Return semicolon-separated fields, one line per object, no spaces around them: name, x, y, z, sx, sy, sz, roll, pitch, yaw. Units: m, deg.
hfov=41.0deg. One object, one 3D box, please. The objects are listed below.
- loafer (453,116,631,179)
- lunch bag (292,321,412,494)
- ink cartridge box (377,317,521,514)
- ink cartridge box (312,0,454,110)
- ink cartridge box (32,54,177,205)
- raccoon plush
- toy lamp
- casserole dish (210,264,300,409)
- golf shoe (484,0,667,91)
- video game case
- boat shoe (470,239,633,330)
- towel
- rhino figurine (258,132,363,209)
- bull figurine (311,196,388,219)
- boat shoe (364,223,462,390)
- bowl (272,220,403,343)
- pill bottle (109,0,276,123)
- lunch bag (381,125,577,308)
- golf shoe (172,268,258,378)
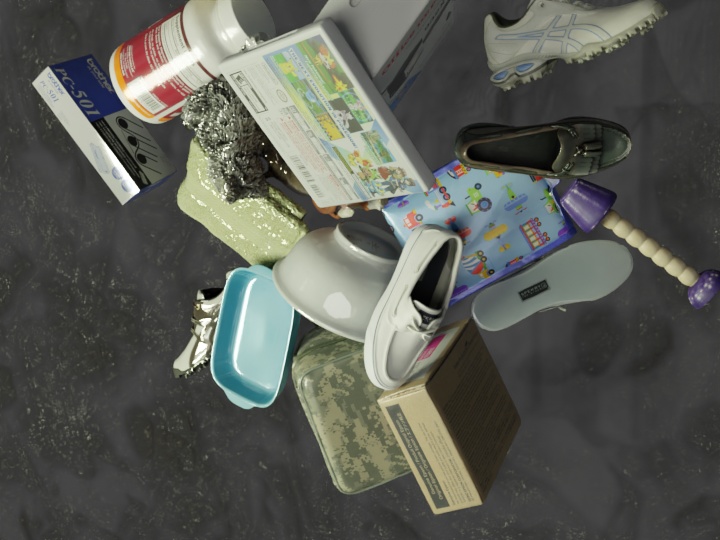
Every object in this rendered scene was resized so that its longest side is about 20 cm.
loafer;0.206;-0.132;1.079;0.200;0.063;0.072;-1;106;4
lunch bag;-0.008;0.166;1.277;0.139;0.168;0.200;-23;106;-5
ink cartridge box;0.117;0.176;1.202;0.075;0.200;0.165;-22;101;30
ink cartridge box;0.029;-0.258;1.028;0.084;0.200;0.145;36;92;6
ink cartridge box;-0.345;-0.193;1.309;0.044;0.094;0.200;-33;96;31
raccoon plush;-0.143;-0.168;1.148;0.134;0.097;0.200;64;153;15
toy lamp;0.318;-0.034;1.099;0.200;0.058;0.058;37;121;3
casserole dish;-0.135;0.087;1.287;0.121;0.039;0.200;22;108;29
golf shoe;0.223;-0.268;1.039;0.200;0.078;0.097;-15;99;27
video game case;-0.037;-0.154;0.998;0.182;0.022;0.200;-4;129;50
boat shoe;0.227;0.018;1.161;0.199;0.068;0.074;-28;92;6
towel;-0.159;-0.079;1.281;0.200;0.036;0.148;39;142;9
rhino figurine;-0.062;-0.132;1.230;0.200;0.060;0.087;16;127;21
bull figurine;-0.038;-0.149;1.122;0.121;0.065;0.200;22;138;50
boat shoe;0.062;0.044;1.096;0.074;0.065;0.200;14;93;-28
bowl;0.000;0.000;1.185;0.201;0.201;0.090;29;112;10
pill bottle;-0.207;-0.272;1.203;0.200;0.113;0.113;-22;102;29
lunch bag;0.149;-0.068;1.157;0.200;0.094;0.151;-28;96;22
golf shoe;-0.211;0.075;1.383;0.200;0.078;0.095;-40;89;21
